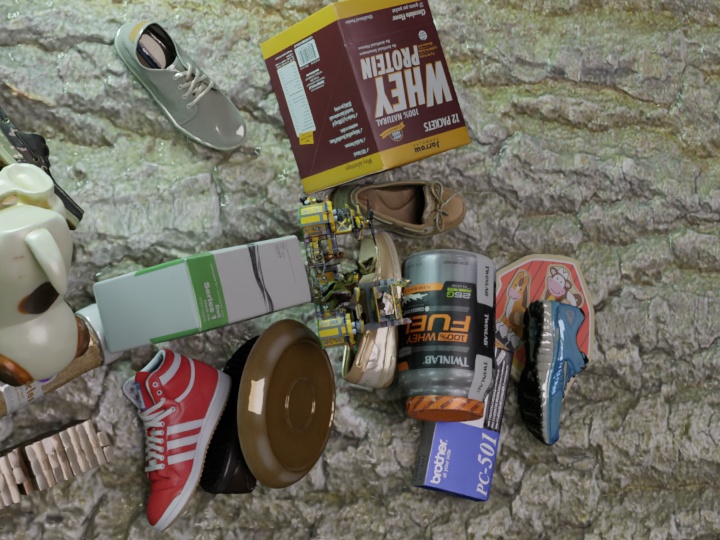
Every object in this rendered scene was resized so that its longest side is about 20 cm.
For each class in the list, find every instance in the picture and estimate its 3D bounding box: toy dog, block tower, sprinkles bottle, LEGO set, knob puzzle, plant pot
[{"bbox_3d":[-0.340,0.017,1.382,0.139,0.194,0.200,-36,136,-42],"label":"toy dog"},{"bbox_3d":[-0.371,0.219,1.458,0.200,0.058,0.054,-22,94,-32],"label":"block tower"},{"bbox_3d":[-0.358,0.107,1.473,0.200,0.068,0.068,-29,98,-30],"label":"sprinkles bottle"},{"bbox_3d":[0.000,0.000,1.597,0.116,0.154,0.201,-10,79,2],"label":"LEGO set"},{"bbox_3d":[0.257,0.063,1.859,0.219,0.030,0.220,5,81,-29],"label":"knob puzzle"},{"bbox_3d":[-0.079,0.158,1.594,0.200,0.027,0.201,-3,93,-61],"label":"plant pot"}]

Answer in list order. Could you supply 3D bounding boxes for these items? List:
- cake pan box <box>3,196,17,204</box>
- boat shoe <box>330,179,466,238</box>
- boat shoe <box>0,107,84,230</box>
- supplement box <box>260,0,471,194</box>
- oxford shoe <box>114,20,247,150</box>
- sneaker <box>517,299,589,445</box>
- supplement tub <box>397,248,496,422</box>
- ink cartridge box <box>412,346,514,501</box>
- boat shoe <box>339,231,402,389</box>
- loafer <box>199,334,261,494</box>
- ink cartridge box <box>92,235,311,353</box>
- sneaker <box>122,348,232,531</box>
[{"bbox_3d":[-0.449,-0.027,1.449,0.184,0.052,0.200,45,64,-15],"label":"cake pan box"},{"bbox_3d":[0.060,-0.081,1.745,0.200,0.063,0.074,-3,84,-31],"label":"boat shoe"},{"bbox_3d":[-0.375,-0.129,1.492,0.200,0.073,0.065,46,69,-17],"label":"boat shoe"},{"bbox_3d":[0.003,-0.217,1.652,0.133,0.197,0.201,-19,94,-30],"label":"supplement box"},{"bbox_3d":[-0.210,-0.219,1.611,0.200,0.058,0.075,46,61,-19],"label":"oxford shoe"},{"bbox_3d":[0.266,0.138,1.798,0.090,0.078,0.201,-1,104,-17],"label":"sneaker"},{"bbox_3d":[0.108,0.083,1.684,0.122,0.122,0.201,11,72,-29],"label":"supplement tub"},{"bbox_3d":[0.135,0.192,1.756,0.094,0.044,0.201,17,75,-17],"label":"ink cartridge box"},{"bbox_3d":[0.007,0.046,1.691,0.069,0.074,0.201,6,76,-24],"label":"boat shoe"},{"bbox_3d":[-0.132,0.174,1.602,0.071,0.073,0.201,30,72,-37],"label":"loafer"},{"bbox_3d":[-0.172,0.025,1.511,0.200,0.146,0.085,-13,89,-54],"label":"ink cartridge box"},{"bbox_3d":[-0.229,0.186,1.535,0.112,0.071,0.200,32,61,-27],"label":"sneaker"}]
